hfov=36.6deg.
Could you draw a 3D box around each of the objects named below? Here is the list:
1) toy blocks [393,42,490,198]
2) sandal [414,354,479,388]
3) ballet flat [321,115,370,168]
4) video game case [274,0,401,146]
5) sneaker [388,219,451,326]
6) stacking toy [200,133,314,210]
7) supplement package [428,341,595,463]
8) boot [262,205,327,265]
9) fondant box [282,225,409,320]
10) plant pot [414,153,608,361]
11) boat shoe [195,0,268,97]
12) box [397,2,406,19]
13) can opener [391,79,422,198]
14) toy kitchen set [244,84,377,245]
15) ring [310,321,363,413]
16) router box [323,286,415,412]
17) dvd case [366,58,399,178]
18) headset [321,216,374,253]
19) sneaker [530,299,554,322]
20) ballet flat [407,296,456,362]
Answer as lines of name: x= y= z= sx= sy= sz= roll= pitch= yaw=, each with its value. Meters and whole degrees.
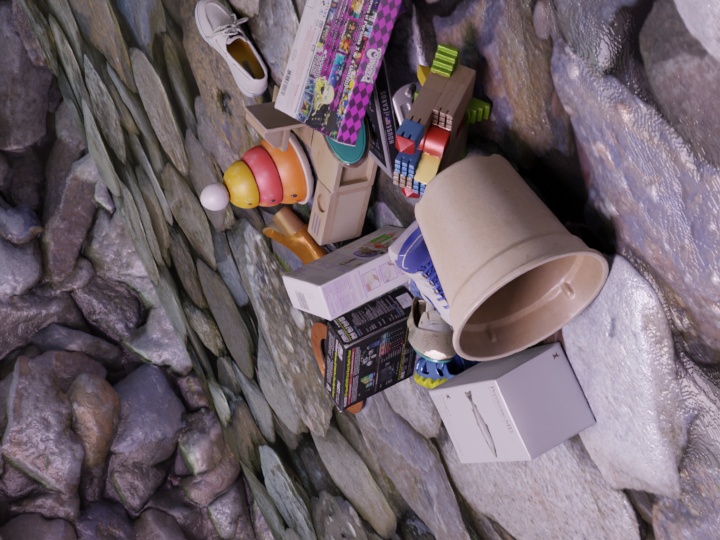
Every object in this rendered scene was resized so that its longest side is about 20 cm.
toy blocks: x=0.086 y=-0.154 z=1.327 sx=0.099 sy=0.138 sz=0.201 roll=22 pitch=153 yaw=12
sandal: x=0.140 y=0.146 z=1.668 sx=0.200 sy=0.078 sz=0.088 roll=-178 pitch=95 yaw=-71
ballet flat: x=-0.032 y=-0.227 z=1.512 sx=0.067 sy=0.067 sz=0.202 roll=55 pitch=-165 yaw=-76
video game case: x=-0.032 y=-0.281 z=1.407 sx=0.181 sy=0.035 sz=0.202 roll=34 pitch=110 yaw=53
sneaker: x=0.118 y=0.011 z=1.532 sx=0.115 sy=0.081 sz=0.200 roll=40 pitch=172 yaw=29
stacking toy: x=-0.196 y=-0.157 z=1.942 sx=0.146 sy=0.198 sz=0.147 roll=50 pitch=155 yaw=34
supplement package: x=0.200 y=0.183 z=1.475 sx=0.118 sy=0.116 sz=0.200 roll=65 pitch=155 yaw=1
boot: x=-0.115 y=-0.044 z=2.061 sx=0.145 sy=0.071 sz=0.201 roll=52 pitch=170 yaw=-1
fondant box: x=0.000 y=0.000 z=1.647 sx=0.144 sy=0.198 sz=0.059 roll=13 pitch=127 yaw=63
plant pot: x=0.158 y=-0.028 z=1.279 sx=0.201 sy=0.198 sz=0.185 roll=99 pitch=148 yaw=-55
boat shoe: x=-0.225 y=-0.407 z=1.919 sx=0.203 sy=0.074 sz=0.086 roll=60 pitch=159 yaw=7
box: x=-0.015 y=-0.379 z=1.501 sx=0.138 sy=0.039 sz=0.200 roll=65 pitch=159 yaw=-1
can opener: x=0.093 y=-0.157 z=1.465 sx=0.066 sy=0.052 sz=0.202 roll=21 pitch=131 yaw=60
toy kitchen set: x=-0.100 y=-0.168 z=1.703 sx=0.200 sy=0.162 sz=0.182 roll=48 pitch=138 yaw=38
ring: x=-0.044 y=0.195 z=2.209 sx=0.201 sy=0.019 sz=0.202 roll=51 pitch=155 yaw=35
router box: x=0.018 y=0.133 z=1.815 sx=0.062 sy=0.149 sz=0.201 roll=52 pitch=155 yaw=30
dvd case: x=0.005 y=-0.245 z=1.497 sx=0.151 sy=0.024 sz=0.202 roll=-129 pitch=22 yaw=-49
headset: x=-0.034 y=-0.052 z=1.819 sx=0.123 sy=0.093 sz=0.203 roll=13 pitch=113 yaw=64
sneaker: x=0.193 y=0.045 z=1.425 sx=0.091 sy=0.066 sz=0.200 roll=62 pitch=161 yaw=1
ballet flat: x=0.101 y=0.080 z=1.623 sx=0.200 sy=0.066 sz=0.063 roll=-122 pitch=34 yaw=-75
